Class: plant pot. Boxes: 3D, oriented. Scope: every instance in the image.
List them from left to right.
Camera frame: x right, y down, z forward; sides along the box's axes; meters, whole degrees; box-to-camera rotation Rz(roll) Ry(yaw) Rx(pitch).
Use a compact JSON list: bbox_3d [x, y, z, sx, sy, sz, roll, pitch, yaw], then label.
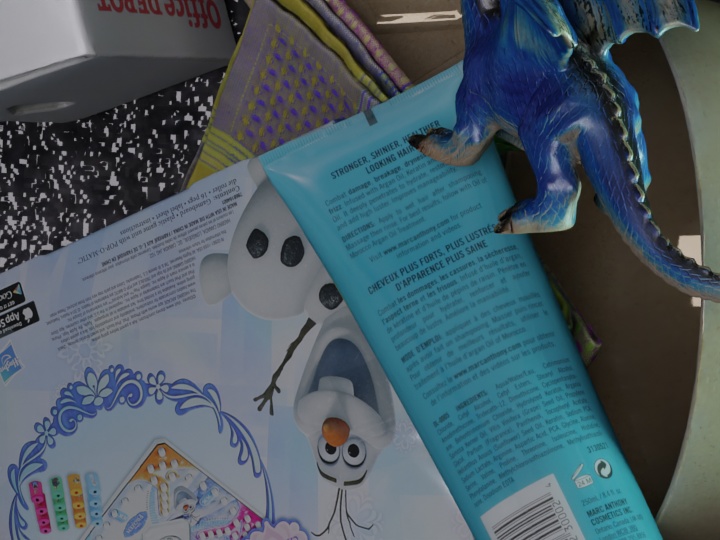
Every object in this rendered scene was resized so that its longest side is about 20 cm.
[{"bbox_3d":[0.142,0.002,0.871,0.134,0.200,0.201,0,92,-16],"label":"plant pot"}]

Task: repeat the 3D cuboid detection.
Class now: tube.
[{"bbox_3d":[0.041,0.031,0.806,0.077,0.050,0.201,-24,73,-4],"label":"tube"}]

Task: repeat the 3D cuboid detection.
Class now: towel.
[{"bbox_3d":[0.000,0.000,0.919,0.200,0.023,0.144,53,136,27],"label":"towel"}]

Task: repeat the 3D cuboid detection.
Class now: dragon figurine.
[{"bbox_3d":[0.065,-0.067,0.760,0.059,0.200,0.100,-6,121,-25],"label":"dragon figurine"}]

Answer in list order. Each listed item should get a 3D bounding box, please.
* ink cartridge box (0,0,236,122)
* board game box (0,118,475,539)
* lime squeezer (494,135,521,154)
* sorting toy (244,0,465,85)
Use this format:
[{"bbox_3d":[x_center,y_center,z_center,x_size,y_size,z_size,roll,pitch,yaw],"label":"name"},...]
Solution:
[{"bbox_3d":[-0.130,-0.164,0.943,0.085,0.148,0.201,-17,88,20],"label":"ink cartridge box"},{"bbox_3d":[-0.047,0.074,0.894,0.199,0.043,0.200,-22,82,30],"label":"board game box"},{"bbox_3d":[0.050,-0.071,0.879,0.038,0.200,0.071,-8,58,-18],"label":"lime squeezer"},{"bbox_3d":[0.027,-0.175,0.931,0.200,0.037,0.185,-33,110,10],"label":"sorting toy"}]
